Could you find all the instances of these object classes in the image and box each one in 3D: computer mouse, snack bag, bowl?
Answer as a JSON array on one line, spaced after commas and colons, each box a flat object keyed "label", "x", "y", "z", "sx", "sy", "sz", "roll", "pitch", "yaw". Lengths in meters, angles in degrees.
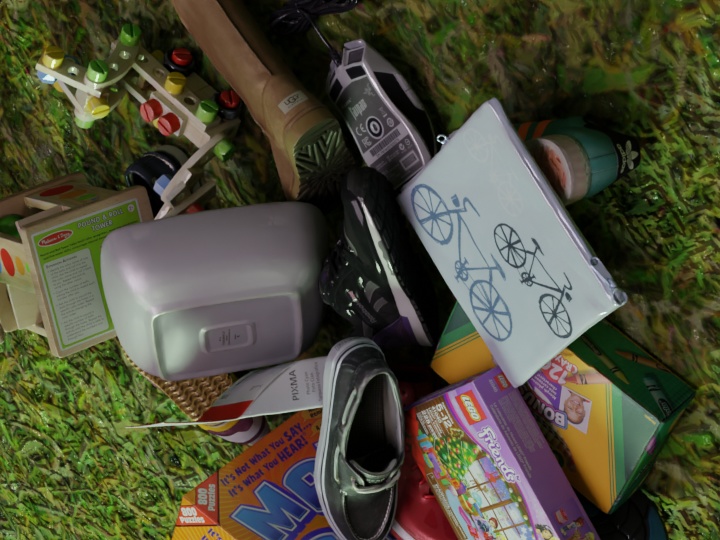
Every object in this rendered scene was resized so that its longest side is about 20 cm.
[{"label": "computer mouse", "x": 0.007, "y": -0.152, "z": 1.536, "sx": 0.110, "sy": 0.044, "sz": 0.200, "roll": -34, "pitch": 86, "yaw": 50}, {"label": "snack bag", "x": 0.111, "y": -0.022, "z": 1.419, "sx": 0.189, "sy": 0.021, "sz": 0.200, "roll": 59, "pitch": 152, "yaw": 10}, {"label": "bowl", "x": -0.120, "y": 0.027, "z": 1.620, "sx": 0.200, "sy": 0.199, "sz": 0.075, "roll": 93, "pitch": 166, "yaw": -59}]

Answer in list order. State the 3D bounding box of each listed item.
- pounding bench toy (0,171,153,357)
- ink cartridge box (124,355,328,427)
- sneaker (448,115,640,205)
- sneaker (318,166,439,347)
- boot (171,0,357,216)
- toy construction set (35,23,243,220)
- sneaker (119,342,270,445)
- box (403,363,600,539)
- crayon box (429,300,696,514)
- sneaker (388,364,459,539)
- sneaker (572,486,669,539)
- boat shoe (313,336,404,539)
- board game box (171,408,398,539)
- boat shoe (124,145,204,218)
[{"label": "pounding bench toy", "x": -0.305, "y": 0.002, "z": 1.726, "sx": 0.156, "sy": 0.200, "sz": 0.124, "roll": 14, "pitch": 121, "yaw": 54}, {"label": "ink cartridge box", "x": -0.097, "y": 0.106, "z": 1.639, "sx": 0.160, "sy": 0.200, "sz": 0.047, "roll": 162, "pitch": 102, "yaw": -71}, {"label": "sneaker", "x": 0.139, "y": -0.081, "z": 1.439, "sx": 0.200, "sy": 0.080, "sz": 0.072, "roll": 13, "pitch": 114, "yaw": 63}, {"label": "sneaker", "x": 0.000, "y": 0.000, "z": 1.545, "sx": 0.087, "sy": 0.076, "sz": 0.200, "roll": -8, "pitch": 136, "yaw": 14}, {"label": "boot", "x": -0.084, "y": -0.156, "z": 1.600, "sx": 0.200, "sy": 0.066, "sz": 0.175, "roll": 52, "pitch": 163, "yaw": 24}, {"label": "toy construction set", "x": -0.184, "y": -0.135, "z": 1.656, "sx": 0.200, "sy": 0.131, "sz": 0.092, "roll": 52, "pitch": 138, "yaw": 5}, {"label": "sneaker", "x": -0.162, "y": 0.102, "z": 1.822, "sx": 0.200, "sy": 0.075, "sz": 0.090, "roll": 47, "pitch": -179, "yaw": 41}, {"label": "box", "x": 0.117, "y": 0.185, "z": 1.539, "sx": 0.200, "sy": 0.039, "sz": 0.137, "roll": 61, "pitch": 147, "yaw": 1}, {"label": "crayon box", "x": 0.161, "y": 0.088, "z": 1.522, "sx": 0.200, "sy": 0.058, "sz": 0.119, "roll": 39, "pitch": 135, "yaw": 20}, {"label": "sneaker", "x": 0.053, "y": 0.161, "z": 1.636, "sx": 0.200, "sy": 0.078, "sz": 0.116, "roll": 44, "pitch": 135, "yaw": 31}, {"label": "sneaker", "x": 0.178, "y": 0.207, "z": 1.579, "sx": 0.200, "sy": 0.073, "sz": 0.082, "roll": 31, "pitch": 140, "yaw": 38}, {"label": "boat shoe", "x": 0.001, "y": 0.156, "z": 1.566, "sx": 0.071, "sy": 0.072, "sz": 0.200, "roll": -129, "pitch": 30, "yaw": -59}, {"label": "board game box", "x": -0.044, "y": 0.281, "z": 1.722, "sx": 0.200, "sy": 0.200, "sz": 0.200, "roll": 37, "pitch": 135, "yaw": 20}, {"label": "boat shoe", "x": -0.168, "y": -0.017, "z": 1.763, "sx": 0.075, "sy": 0.062, "sz": 0.200, "roll": 2, "pitch": 116, "yaw": 40}]
